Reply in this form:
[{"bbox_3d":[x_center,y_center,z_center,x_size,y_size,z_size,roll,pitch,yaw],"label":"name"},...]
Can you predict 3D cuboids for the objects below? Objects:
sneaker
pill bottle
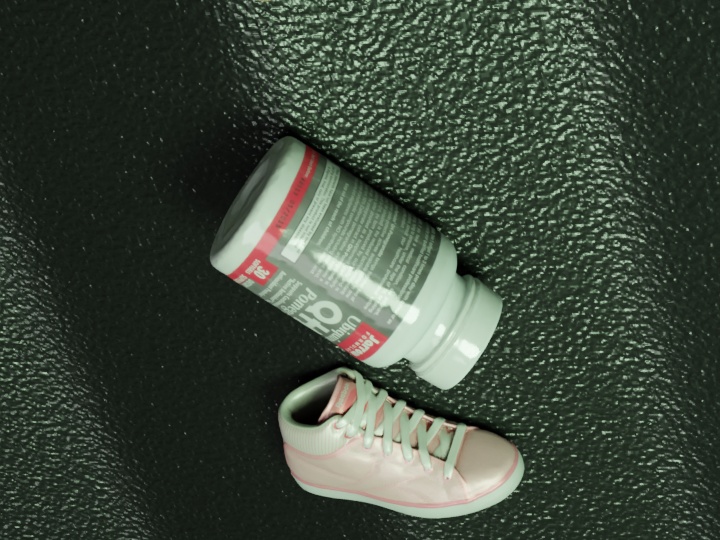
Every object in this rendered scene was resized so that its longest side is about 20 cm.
[{"bbox_3d":[0.025,0.133,1.672,0.199,0.076,0.105,3,138,23],"label":"sneaker"},{"bbox_3d":[0.000,0.000,1.533,0.199,0.111,0.111,32,134,-11],"label":"pill bottle"}]
